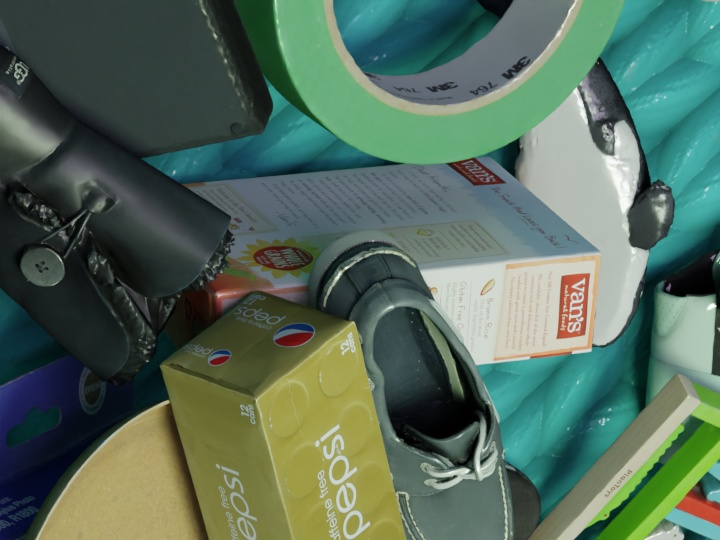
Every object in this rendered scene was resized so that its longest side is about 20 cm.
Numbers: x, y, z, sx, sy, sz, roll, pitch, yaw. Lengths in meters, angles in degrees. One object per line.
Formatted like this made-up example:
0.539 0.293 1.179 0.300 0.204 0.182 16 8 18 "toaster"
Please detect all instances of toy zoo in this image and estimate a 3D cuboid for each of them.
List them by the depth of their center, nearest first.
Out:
0.204 0.139 1.519 0.199 0.021 0.131 24 118 -32 "toy zoo"

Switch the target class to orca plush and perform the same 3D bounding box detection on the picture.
0.109 -0.064 1.466 0.105 0.071 0.201 -22 103 27 "orca plush"

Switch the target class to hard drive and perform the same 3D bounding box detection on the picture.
-0.154 -0.106 1.254 0.199 0.033 0.140 -9 122 20 "hard drive"

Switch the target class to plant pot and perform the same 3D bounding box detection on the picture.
-0.095 0.150 1.281 0.199 0.027 0.202 -20 117 -45 "plant pot"

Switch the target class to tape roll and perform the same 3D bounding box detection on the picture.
0.037 -0.152 1.322 0.199 0.048 0.202 -12 117 -25 "tape roll"

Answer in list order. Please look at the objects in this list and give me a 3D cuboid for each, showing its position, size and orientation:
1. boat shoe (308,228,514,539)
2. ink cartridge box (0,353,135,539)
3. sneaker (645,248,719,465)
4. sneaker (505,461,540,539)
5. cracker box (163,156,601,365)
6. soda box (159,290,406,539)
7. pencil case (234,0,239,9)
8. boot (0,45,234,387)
0.030 0.076 1.295 0.072 0.062 0.201 -27 121 -10 "boat shoe"
-0.136 0.147 1.324 0.196 0.043 0.202 -27 119 -62 "ink cartridge box"
0.248 0.031 1.524 0.199 0.074 0.119 -13 112 -20 "sneaker"
0.025 0.144 1.418 0.199 0.115 0.076 -3 105 -28 "sneaker"
0.000 0.000 1.363 0.199 0.134 0.058 -6 115 -21 "cracker box"
-0.027 0.113 1.277 0.068 0.064 0.201 -38 128 -34 "soda box"
-0.081 -0.152 1.337 0.199 0.084 0.086 -19 74 -22 "pencil case"
-0.171 0.000 1.263 0.168 0.077 0.200 41 117 -12 "boot"
